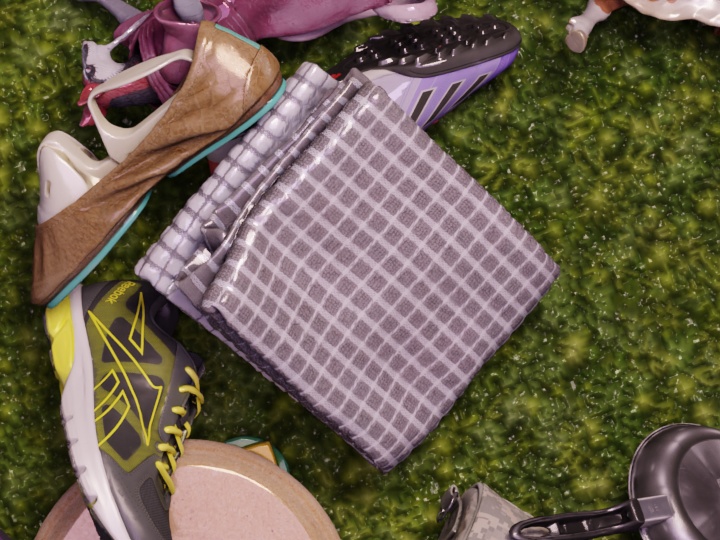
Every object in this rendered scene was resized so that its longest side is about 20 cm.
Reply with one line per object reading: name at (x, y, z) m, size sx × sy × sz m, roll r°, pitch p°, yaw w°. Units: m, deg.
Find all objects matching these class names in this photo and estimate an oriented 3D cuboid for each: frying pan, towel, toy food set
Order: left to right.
toy food set at (-0.097, 0.197, 1.351) m, size 0.198 × 0.049 × 0.200 m, roll -16°, pitch 89°, yaw -4°
towel at (0.000, 0.000, 1.306) m, size 0.166 × 0.086 × 0.200 m, roll -49°, pitch 125°, yaw -2°
frying pan at (0.174, 0.126, 1.340) m, size 0.190 × 0.031 × 0.115 m, roll 20°, pitch 52°, yaw -21°

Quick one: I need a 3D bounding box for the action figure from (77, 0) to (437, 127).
action figure at (-0.082, -0.144, 1.340) m, size 0.200 × 0.134 × 0.149 m, roll -44°, pitch 106°, yaw -8°

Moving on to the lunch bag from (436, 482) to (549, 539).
lunch bag at (0.109, 0.230, 1.318) m, size 0.200 × 0.139 × 0.168 m, roll 28°, pitch 63°, yaw -1°

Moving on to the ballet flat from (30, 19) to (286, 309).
ballet flat at (-0.131, -0.065, 1.285) m, size 0.200 × 0.068 × 0.072 m, roll -41°, pitch 106°, yaw 20°

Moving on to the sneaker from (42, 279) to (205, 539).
sneaker at (-0.123, 0.080, 1.306) m, size 0.085 × 0.075 × 0.200 m, roll -15°, pitch 58°, yaw -4°

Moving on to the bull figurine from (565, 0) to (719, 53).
bull figurine at (0.152, -0.198, 1.362) m, size 0.121 × 0.065 × 0.200 m, roll -29°, pitch 81°, yaw -36°

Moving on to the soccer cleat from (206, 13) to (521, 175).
soccer cleat at (0.005, -0.090, 1.366) m, size 0.200 × 0.068 × 0.073 m, roll -23°, pitch 117°, yaw -10°

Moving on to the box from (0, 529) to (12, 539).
box at (-0.217, 0.228, 1.316) m, size 0.200 × 0.036 × 0.143 m, roll 41°, pitch 107°, yaw 7°
